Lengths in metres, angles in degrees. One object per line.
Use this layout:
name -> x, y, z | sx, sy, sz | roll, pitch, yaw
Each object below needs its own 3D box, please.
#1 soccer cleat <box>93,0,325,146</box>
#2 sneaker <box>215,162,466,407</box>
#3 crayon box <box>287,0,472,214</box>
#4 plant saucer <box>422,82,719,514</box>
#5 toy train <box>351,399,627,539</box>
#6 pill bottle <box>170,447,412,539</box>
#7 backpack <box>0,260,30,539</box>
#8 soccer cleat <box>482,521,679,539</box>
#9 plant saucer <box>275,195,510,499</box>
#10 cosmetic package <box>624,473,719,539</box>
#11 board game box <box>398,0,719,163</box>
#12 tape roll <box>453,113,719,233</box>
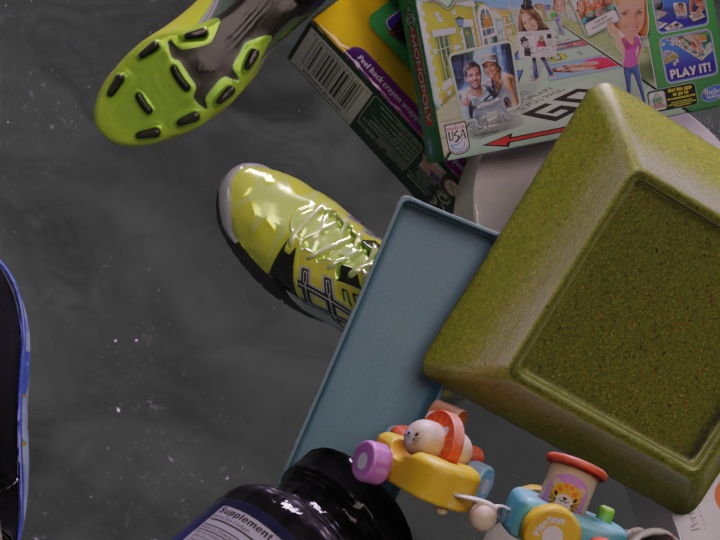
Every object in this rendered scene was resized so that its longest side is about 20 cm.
soccer cleat -> -0.085, -0.146, 1.465 | 0.200, 0.084, 0.065 | -44, 97, -10
sneaker -> 0.000, 0.000, 1.419 | 0.200, 0.076, 0.075 | 40, 60, 0
crayon box -> 0.084, -0.121, 1.516 | 0.200, 0.058, 0.172 | 48, 59, 5
plant saucer -> 0.170, 0.026, 1.349 | 0.199, 0.048, 0.200 | 29, 98, -17
toy train -> 0.081, 0.111, 1.276 | 0.200, 0.150, 0.056 | 22, 94, 32
pill bottle -> -0.067, 0.189, 1.288 | 0.200, 0.112, 0.112 | -39, 83, -30
backpack -> -0.270, 0.082, 1.243 | 0.183, 0.147, 0.200 | 8, 69, -17
soccer cleat -> 0.148, 0.174, 1.343 | 0.069, 0.085, 0.200 | -35, 41, -29
plant saucer -> 0.016, 0.057, 1.367 | 0.070, 0.019, 0.200 | 22, 100, -9
cosmetic package -> 0.226, 0.076, 1.482 | 0.150, 0.052, 0.200 | -10, 71, -21
board game box -> 0.122, -0.148, 1.419 | 0.200, 0.029, 0.135 | -13, 95, -21
tape roll -> 0.155, -0.022, 1.445 | 0.202, 0.037, 0.203 | 8, 67, -19
